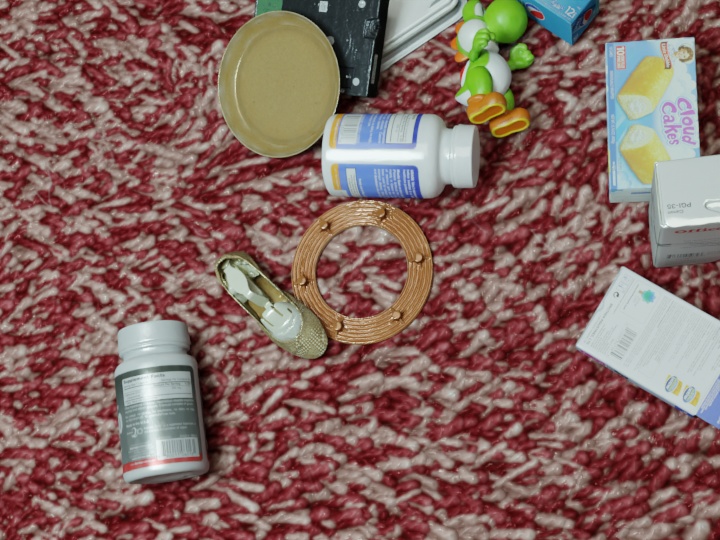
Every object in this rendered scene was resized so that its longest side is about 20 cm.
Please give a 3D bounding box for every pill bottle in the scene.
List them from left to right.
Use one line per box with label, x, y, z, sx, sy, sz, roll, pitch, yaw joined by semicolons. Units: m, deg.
pill bottle;-0.268;0.176;1.419;0.113;0.114;0.201;-12;74;10
pill bottle;0.056;-0.153;1.420;0.198;0.112;0.113;3;78;13

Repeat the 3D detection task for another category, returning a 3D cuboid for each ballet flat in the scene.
ballet flat;-0.128;0.048;1.439;0.200;0.065;0.071;39;99;19

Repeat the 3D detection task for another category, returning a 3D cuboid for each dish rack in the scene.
dish rack;0.034;-0.388;1.517;0.199;0.044;0.172;-33;72;4

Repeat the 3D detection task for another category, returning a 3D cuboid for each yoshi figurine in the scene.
yoshi figurine;0.186;-0.289;1.426;0.111;0.113;0.201;-2;63;-8

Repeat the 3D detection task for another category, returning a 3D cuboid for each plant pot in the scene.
plant pot;-0.110;-0.259;1.489;0.199;0.027;0.202;3;96;27

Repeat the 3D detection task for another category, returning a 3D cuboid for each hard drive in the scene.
hard drive;-0.061;-0.324;1.492;0.199;0.038;0.141;12;100;25

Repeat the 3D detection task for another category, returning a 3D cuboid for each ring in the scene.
ring;0.000;0.000;1.446;0.199;0.019;0.202;-3;76;13

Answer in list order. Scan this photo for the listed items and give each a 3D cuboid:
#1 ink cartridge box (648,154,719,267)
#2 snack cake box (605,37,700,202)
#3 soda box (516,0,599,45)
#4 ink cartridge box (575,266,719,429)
ink cartridge box;0.422;-0.070;1.265;0.145;0.200;0.083;-5;76;12
snack cake box;0.377;-0.193;1.375;0.114;0.067;0.202;-2;77;14
soda box;0.229;-0.398;1.458;0.200;0.068;0.064;40;88;19
ink cartridge box;0.383;0.097;1.320;0.199;0.042;0.120;31;86;21
